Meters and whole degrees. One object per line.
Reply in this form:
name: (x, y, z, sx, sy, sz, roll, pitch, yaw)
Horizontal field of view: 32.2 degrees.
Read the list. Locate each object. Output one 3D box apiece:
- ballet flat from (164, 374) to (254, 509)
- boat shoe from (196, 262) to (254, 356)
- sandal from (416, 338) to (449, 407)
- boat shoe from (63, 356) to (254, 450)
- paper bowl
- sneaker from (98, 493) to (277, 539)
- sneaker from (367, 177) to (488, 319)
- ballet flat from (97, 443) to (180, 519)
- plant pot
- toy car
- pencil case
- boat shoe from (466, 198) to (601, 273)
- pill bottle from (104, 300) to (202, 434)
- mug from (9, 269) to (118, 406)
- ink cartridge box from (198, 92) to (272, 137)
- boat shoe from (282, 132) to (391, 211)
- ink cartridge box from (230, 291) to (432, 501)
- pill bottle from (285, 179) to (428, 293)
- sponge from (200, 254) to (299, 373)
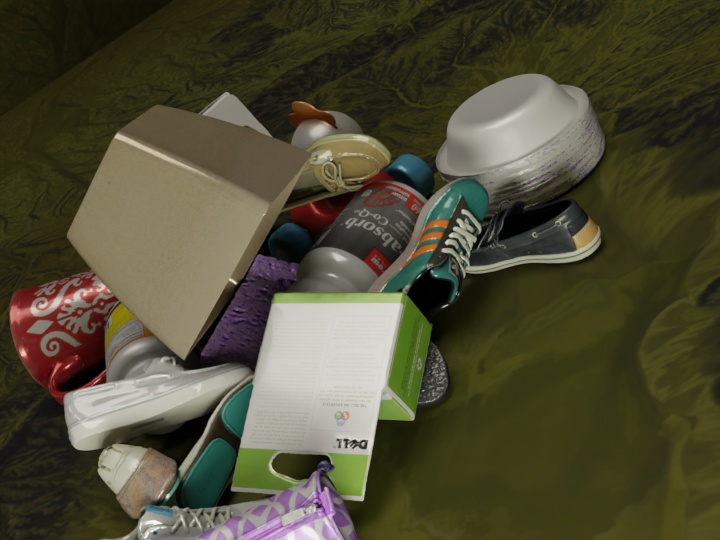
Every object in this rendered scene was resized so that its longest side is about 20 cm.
ballet flat: (-0.139, 0.176, 1.263, 0.069, 0.070, 0.200, -5, 35, 40)
boat shoe: (-0.157, 0.060, 1.479, 0.071, 0.067, 0.201, 4, 33, 0)
sandal: (0.008, 0.093, 1.257, 0.199, 0.045, 0.076, 11, 65, 34)
boat shoe: (-0.210, 0.125, 1.296, 0.198, 0.069, 0.072, -20, -21, -8)
paper bowl: (0.184, -0.160, 1.499, 0.199, 0.105, 0.201, -24, 25, 12)
sneaker: (-0.155, 0.241, 1.123, 0.199, 0.087, 0.075, -26, 24, 4)
sneaker: (0.086, -0.010, 1.298, 0.080, 0.071, 0.201, 14, 64, 51)
ballet flat: (-0.225, 0.200, 1.220, 0.068, 0.067, 0.200, -57, 10, -16)
plant pot: (-0.191, -0.064, 1.333, 0.201, 0.176, 0.200, -58, 1, 23)
toy car: (-0.041, -0.128, 1.554, 0.176, 0.201, 0.184, 4, 40, 49)
pencil case: (-0.095, 0.245, 1.052, 0.199, 0.084, 0.086, -30, -19, 3)
boat shoe: (0.164, -0.042, 1.348, 0.199, 0.063, 0.075, -6, 35, 43)
pill bottle: (-0.237, 0.105, 1.428, 0.109, 0.110, 0.200, -28, 25, 0)
mug: (-0.322, 0.077, 1.595, 0.198, 0.179, 0.133, -19, -13, 9)
ink cartridge box: (-0.183, -0.127, 1.678, 0.083, 0.147, 0.200, -44, 2, -28)
boat shoe: (-0.052, -0.104, 1.427, 0.199, 0.073, 0.064, -9, 56, 34)
ink cartridge box: (-0.027, 0.126, 1.179, 0.147, 0.076, 0.202, -1, 63, 28)
pill bottle: (0.000, 0.000, 1.374, 0.115, 0.116, 0.200, -6, 34, 39)
sponge: (-0.095, 0.057, 1.407, 0.111, 0.030, 0.201, 13, 36, 8)
